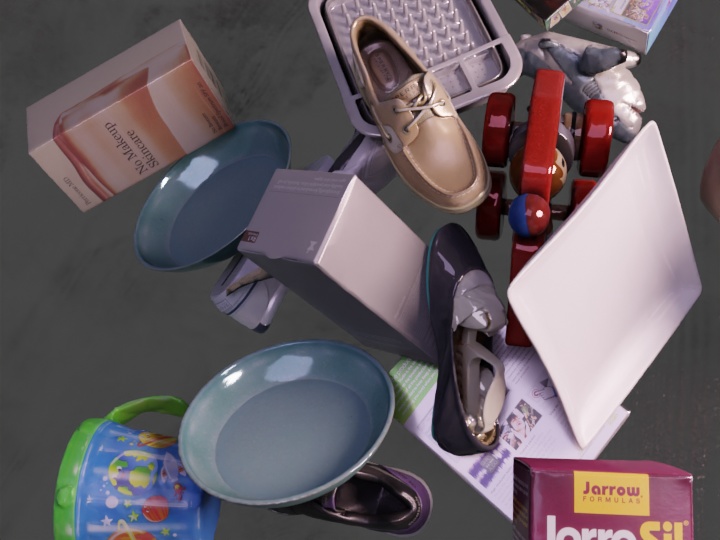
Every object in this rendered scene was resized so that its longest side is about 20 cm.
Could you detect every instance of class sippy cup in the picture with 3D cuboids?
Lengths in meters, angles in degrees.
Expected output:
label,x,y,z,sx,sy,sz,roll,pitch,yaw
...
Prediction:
label,x,y,z,sx,sy,sz,roll,pitch,yaw
sippy cup,-0.200,0.211,0.762,0.127,0.140,0.182,2,84,2

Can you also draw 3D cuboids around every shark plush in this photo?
label,x,y,z,sx,sy,sz,roll,pitch,yaw
shark plush,0.190,-0.194,0.812,0.196,0.091,0.085,18,109,12

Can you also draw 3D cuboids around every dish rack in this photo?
label,x,y,z,sx,sy,sz,roll,pitch,yaw
dish rack,0.050,-0.221,0.791,0.168,0.044,0.203,-21,65,1

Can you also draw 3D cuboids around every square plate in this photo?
label,x,y,z,sx,sy,sz,roll,pitch,yaw
square plate,0.206,0.015,0.675,0.198,0.201,0.028,-46,36,-18

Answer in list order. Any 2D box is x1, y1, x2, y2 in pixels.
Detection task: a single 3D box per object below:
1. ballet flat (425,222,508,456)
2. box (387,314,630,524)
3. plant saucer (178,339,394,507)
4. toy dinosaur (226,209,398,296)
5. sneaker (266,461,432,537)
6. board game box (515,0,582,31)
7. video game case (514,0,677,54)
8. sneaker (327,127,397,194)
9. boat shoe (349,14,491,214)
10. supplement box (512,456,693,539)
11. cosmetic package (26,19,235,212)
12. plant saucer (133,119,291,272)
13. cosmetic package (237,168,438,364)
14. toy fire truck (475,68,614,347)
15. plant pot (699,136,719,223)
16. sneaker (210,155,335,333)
label,x,y,z,sx,sy,sz,roll,pitch,yaw
ballet flat,0.097,0.062,0.694,0.071,0.073,0.205,1,97,13
box,0.126,0.125,0.752,0.199,0.036,0.145,39,86,19
plant saucer,-0.063,0.140,0.727,0.195,0.037,0.202,-9,33,6
toy dinosaur,-0.039,-0.039,0.771,0.197,0.090,0.047,-18,33,-24
sneaker,-0.034,0.193,0.742,0.195,0.088,0.077,6,76,15
board game box,0.230,-0.342,0.813,0.199,0.023,0.105,-39,64,3
video game case,0.264,-0.348,0.841,0.179,0.045,0.202,30,83,23
sneaker,0.012,-0.165,0.839,0.113,0.076,0.200,39,77,21
boat shoe,0.044,-0.136,0.692,0.071,0.065,0.202,-29,64,2
supplement box,0.189,0.257,0.642,0.128,0.103,0.205,1,82,4
cosmetic package,-0.248,-0.165,0.876,0.197,0.104,0.088,-29,48,6
plant saucer,-0.146,-0.071,0.836,0.197,0.036,0.203,-21,44,21
cosmetic package,0.000,0.000,0.710,0.105,0.200,0.091,11,67,42
toy fire truck,0.154,-0.057,0.702,0.109,0.203,0.170,7,42,11
plant pot,0.391,-0.061,0.675,0.200,0.200,0.173,-47,53,-3
sneaker,-0.074,-0.027,0.830,0.073,0.071,0.202,-1,50,58
